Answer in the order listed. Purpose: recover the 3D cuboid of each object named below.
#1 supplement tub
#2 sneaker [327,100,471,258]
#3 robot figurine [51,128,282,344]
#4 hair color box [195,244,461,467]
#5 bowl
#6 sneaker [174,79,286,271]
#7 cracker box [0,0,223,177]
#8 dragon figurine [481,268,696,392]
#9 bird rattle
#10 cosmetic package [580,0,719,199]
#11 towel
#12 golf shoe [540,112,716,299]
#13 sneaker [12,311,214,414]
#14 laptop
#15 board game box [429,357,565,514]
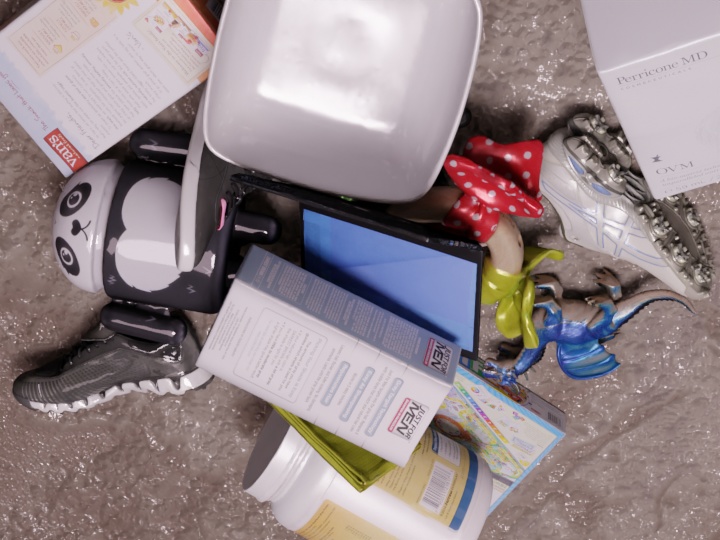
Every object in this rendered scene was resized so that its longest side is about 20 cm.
[{"bbox_3d":[0.006,0.193,1.344,0.199,0.145,0.145,30,120,-10],"label":"supplement tub"},{"bbox_3d":[0.030,-0.074,1.265,0.083,0.077,0.201,28,121,-5],"label":"sneaker"},{"bbox_3d":[-0.171,-0.030,1.288,0.198,0.151,0.125,10,142,1],"label":"robot figurine"},{"bbox_3d":[-0.026,0.072,1.229,0.199,0.061,0.099,27,122,-3],"label":"hair color box"},{"bbox_3d":[-0.013,-0.166,1.147,0.198,0.075,0.201,14,118,-5],"label":"bowl"},{"bbox_3d":[-0.097,-0.079,1.216,0.098,0.202,0.071,13,143,-7],"label":"sneaker"},{"bbox_3d":[-0.216,-0.189,1.242,0.199,0.058,0.134,-31,111,22],"label":"cracker box"},{"bbox_3d":[0.205,0.057,1.327,0.198,0.059,0.100,-5,121,14],"label":"dragon figurine"},{"bbox_3d":[0.088,-0.020,1.235,0.161,0.114,0.201,-9,141,17],"label":"bird rattle"},{"bbox_3d":[0.283,-0.173,1.096,0.198,0.124,0.200,-17,148,17],"label":"cosmetic package"},{"bbox_3d":[-0.040,0.102,1.281,0.200,0.086,0.018,44,139,17],"label":"towel"},{"bbox_3d":[0.224,-0.044,1.271,0.200,0.078,0.097,46,133,-12],"label":"golf shoe"},{"bbox_3d":[-0.243,0.080,1.401,0.198,0.067,0.091,-9,116,8],"label":"sneaker"},{"bbox_3d":[0.000,0.000,1.190,0.176,0.200,0.104,17,95,22],"label":"laptop"},{"bbox_3d":[0.079,0.140,1.408,0.199,0.034,0.135,33,119,-12],"label":"board game box"}]
